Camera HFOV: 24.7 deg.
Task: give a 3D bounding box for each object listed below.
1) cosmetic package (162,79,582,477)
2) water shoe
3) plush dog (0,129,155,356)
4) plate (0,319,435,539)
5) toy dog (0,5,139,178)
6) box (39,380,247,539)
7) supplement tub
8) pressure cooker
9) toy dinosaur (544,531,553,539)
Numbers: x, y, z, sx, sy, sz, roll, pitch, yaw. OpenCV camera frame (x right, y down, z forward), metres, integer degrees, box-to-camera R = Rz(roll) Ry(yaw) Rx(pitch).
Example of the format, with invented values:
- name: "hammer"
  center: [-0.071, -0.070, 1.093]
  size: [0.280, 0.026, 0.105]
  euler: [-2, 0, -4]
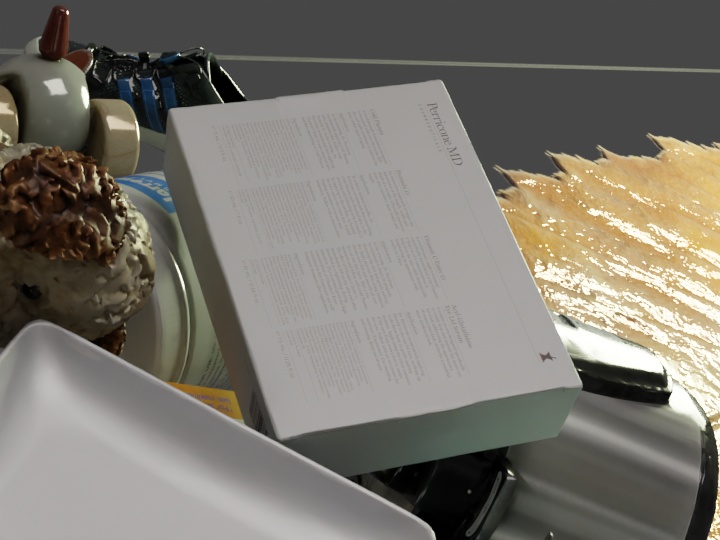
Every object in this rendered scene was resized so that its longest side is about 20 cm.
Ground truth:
- name: "cosmetic package"
  center: [0.000, 0.000, 0.804]
  size: [0.150, 0.052, 0.200]
  euler: [-9, 55, -17]
- name: "water shoe"
  center: [-0.134, -0.129, 1.151]
  size: [0.200, 0.079, 0.072]
  euler: [26, 28, -14]
- name: "plush dog"
  center: [-0.175, -0.018, 0.747]
  size: [0.171, 0.200, 0.161]
  euler: [18, 65, 5]
- name: "plate"
  center: [-0.088, 0.126, 0.630]
  size: [0.200, 0.032, 0.200]
  euler: [27, 38, 3]
- name: "toy dog"
  center: [-0.204, -0.111, 0.951]
  size: [0.200, 0.097, 0.132]
  euler: [17, 12, 36]
- name: "box"
  center: [-0.082, 0.130, 0.702]
  size: [0.119, 0.042, 0.200]
  euler: [12, 38, -35]
- name: "supplement tub"
  center: [-0.098, 0.008, 0.914]
  size: [0.132, 0.132, 0.200]
  euler: [43, 28, 18]
- name: "pressure cooker"
  center: [0.070, 0.107, 0.888]
  size: [0.200, 0.176, 0.179]
  euler: [24, 53, -17]
- name: "toy dinosaur"
  center: [0.056, 0.219, 0.698]
  size: [0.181, 0.200, 0.105]
  euler: [21, 26, 0]
